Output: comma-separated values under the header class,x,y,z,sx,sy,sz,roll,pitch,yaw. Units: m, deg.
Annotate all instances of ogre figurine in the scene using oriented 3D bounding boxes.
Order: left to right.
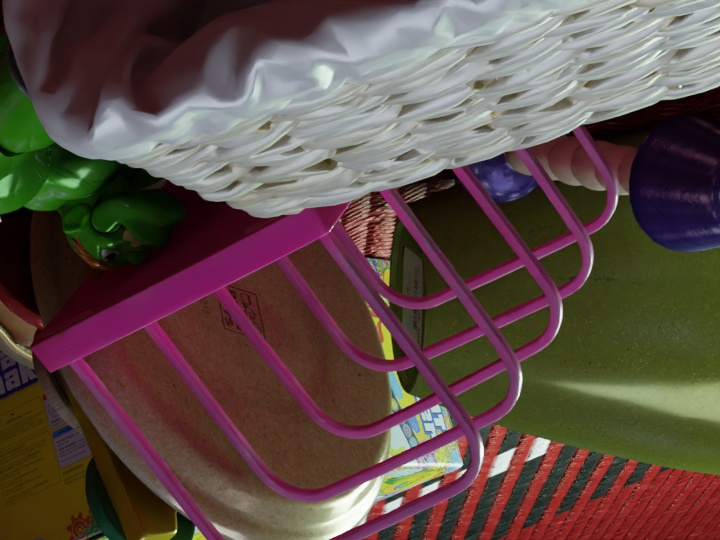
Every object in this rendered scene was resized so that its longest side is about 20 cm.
class,x,y,z,sx,sy,sz,roll,pitch,yaw
ogre figurine,-0.080,-0.065,0.938,0.120,0.098,0.200,-37,-170,25

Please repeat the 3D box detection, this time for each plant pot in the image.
class,x,y,z,sx,sy,sz,roll,pitch,yaw
plant pot,0.119,0.012,1.302,0.198,0.188,0.187,0,162,-11

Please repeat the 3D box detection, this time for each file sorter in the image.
class,x,y,z,sx,sy,sz,roll,pitch,yaw
file sorter,0.000,0.000,1.006,0.139,0.126,0.200,-26,-162,34

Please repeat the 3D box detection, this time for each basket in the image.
class,x,y,z,sx,sy,sz,roll,pitch,yaw
basket,0.016,-0.130,0.589,0.199,0.199,0.161,-18,167,8

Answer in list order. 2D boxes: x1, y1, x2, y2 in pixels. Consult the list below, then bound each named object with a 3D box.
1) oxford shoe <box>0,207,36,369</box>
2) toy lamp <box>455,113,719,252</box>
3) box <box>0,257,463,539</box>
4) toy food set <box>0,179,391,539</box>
class,x,y,z,sx,sy,sz,roll,pitch,yaw
oxford shoe,-0.135,-0.004,1.150,0.071,0.072,0.200,-25,162,16
toy lamp,0.107,-0.042,1.113,0.058,0.059,0.200,-8,-171,-27
box,-0.089,0.081,1.396,0.199,0.123,0.192,-25,162,30
toy food set,-0.065,0.026,1.073,0.049,0.201,0.197,-34,161,33
